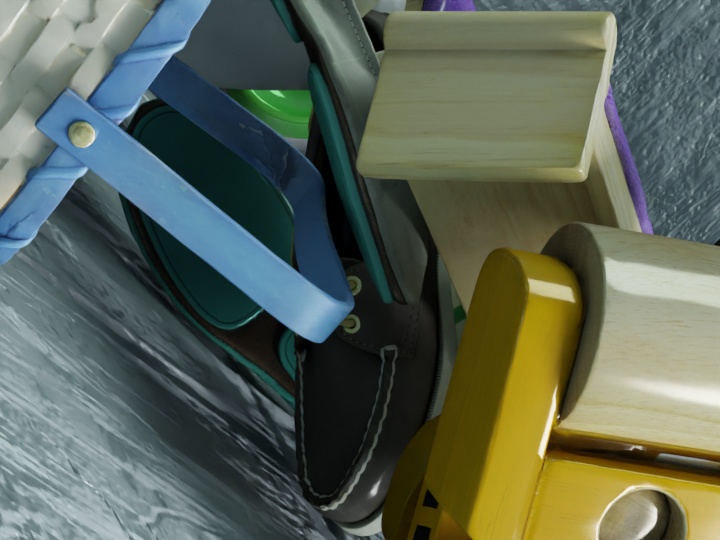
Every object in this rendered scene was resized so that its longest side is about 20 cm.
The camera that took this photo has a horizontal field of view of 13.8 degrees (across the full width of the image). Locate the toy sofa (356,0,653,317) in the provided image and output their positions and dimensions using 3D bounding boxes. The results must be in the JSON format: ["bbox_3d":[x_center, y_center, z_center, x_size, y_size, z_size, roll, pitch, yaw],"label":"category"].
[{"bbox_3d":[0.070,-0.022,1.084,0.200,0.082,0.098,65,34,-52],"label":"toy sofa"}]

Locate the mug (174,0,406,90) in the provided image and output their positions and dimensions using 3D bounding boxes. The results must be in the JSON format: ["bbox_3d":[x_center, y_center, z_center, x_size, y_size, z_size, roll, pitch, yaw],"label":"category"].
[{"bbox_3d":[-0.014,-0.167,1.224,0.199,0.176,0.147,-3,12,-28],"label":"mug"}]

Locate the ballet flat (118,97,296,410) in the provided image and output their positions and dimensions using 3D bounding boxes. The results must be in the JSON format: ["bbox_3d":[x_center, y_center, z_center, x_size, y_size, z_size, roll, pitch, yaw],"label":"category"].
[{"bbox_3d":[-0.035,0.014,1.251,0.200,0.067,0.070,49,-7,-6],"label":"ballet flat"}]

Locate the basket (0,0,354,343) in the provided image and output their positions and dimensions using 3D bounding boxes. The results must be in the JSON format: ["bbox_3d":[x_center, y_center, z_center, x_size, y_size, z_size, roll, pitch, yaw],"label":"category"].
[{"bbox_3d":[-0.088,-0.063,1.038,0.200,0.139,0.176,41,9,-18],"label":"basket"}]

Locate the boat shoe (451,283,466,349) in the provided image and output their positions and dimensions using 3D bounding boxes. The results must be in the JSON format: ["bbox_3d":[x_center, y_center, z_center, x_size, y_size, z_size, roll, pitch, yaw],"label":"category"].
[{"bbox_3d":[0.038,0.015,1.227,0.068,0.071,0.201,71,-3,-62],"label":"boat shoe"}]

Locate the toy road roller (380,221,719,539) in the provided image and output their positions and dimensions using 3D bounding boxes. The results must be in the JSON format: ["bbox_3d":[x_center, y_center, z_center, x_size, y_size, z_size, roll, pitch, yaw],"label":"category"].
[{"bbox_3d":[0.073,0.073,1.044,0.122,0.201,0.146,10,15,-20],"label":"toy road roller"}]

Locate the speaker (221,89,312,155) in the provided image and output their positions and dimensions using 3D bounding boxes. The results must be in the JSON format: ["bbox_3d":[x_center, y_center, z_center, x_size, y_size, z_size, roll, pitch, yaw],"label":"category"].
[{"bbox_3d":[-0.037,-0.089,1.479,0.088,0.088,0.200,47,-10,1],"label":"speaker"}]

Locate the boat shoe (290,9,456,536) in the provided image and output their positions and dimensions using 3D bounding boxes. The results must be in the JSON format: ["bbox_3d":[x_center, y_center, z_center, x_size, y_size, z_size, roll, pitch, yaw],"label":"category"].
[{"bbox_3d":[0.000,0.000,1.163,0.071,0.202,0.060,-3,-17,45],"label":"boat shoe"}]

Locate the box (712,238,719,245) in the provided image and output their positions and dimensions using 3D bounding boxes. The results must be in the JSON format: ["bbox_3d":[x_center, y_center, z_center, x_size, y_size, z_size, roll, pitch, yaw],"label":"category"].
[{"bbox_3d":[0.174,0.104,1.386,0.124,0.200,0.149,35,14,-51],"label":"box"}]

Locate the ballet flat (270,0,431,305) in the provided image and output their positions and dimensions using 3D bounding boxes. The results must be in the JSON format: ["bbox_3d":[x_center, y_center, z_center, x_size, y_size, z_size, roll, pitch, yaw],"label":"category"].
[{"bbox_3d":[-0.001,-0.088,1.104,0.067,0.063,0.201,93,-26,-85],"label":"ballet flat"}]
